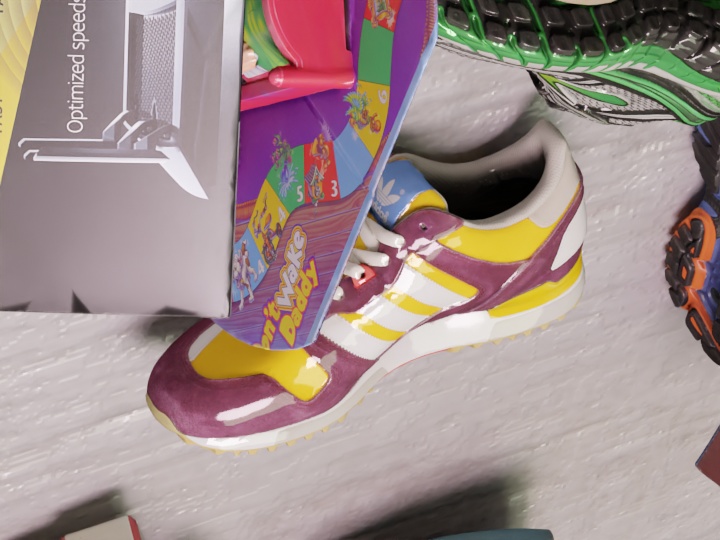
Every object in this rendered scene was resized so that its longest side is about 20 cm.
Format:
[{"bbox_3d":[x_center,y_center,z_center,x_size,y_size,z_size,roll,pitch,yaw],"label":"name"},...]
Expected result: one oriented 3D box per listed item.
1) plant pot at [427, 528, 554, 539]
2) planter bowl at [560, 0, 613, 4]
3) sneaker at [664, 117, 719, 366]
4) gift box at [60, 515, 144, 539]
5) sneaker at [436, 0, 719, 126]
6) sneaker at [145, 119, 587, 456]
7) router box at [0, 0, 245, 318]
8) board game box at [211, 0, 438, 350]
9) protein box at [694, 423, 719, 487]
[{"bbox_3d":[0.016,0.218,1.219,0.134,0.200,0.200,5,137,-1],"label":"plant pot"},{"bbox_3d":[0.079,-0.169,0.798,0.200,0.201,0.135,6,137,-39],"label":"planter bowl"},{"bbox_3d":[0.191,-0.043,1.126,0.078,0.075,0.200,-24,152,-24],"label":"sneaker"},{"bbox_3d":[-0.128,0.235,1.131,0.186,0.185,0.200,-19,146,-2],"label":"gift box"},{"bbox_3d":[0.081,-0.089,0.982,0.200,0.078,0.085,12,147,-31],"label":"sneaker"},{"bbox_3d":[0.000,0.000,1.040,0.200,0.075,0.090,-25,135,-19],"label":"sneaker"},{"bbox_3d":[-0.111,-0.088,0.727,0.157,0.052,0.201,2,111,-6],"label":"router box"},{"bbox_3d":[-0.045,-0.072,0.807,0.039,0.158,0.200,-3,133,-31],"label":"board game box"},{"bbox_3d":[0.284,0.019,1.137,0.198,0.135,0.200,-33,155,-49],"label":"protein box"}]
